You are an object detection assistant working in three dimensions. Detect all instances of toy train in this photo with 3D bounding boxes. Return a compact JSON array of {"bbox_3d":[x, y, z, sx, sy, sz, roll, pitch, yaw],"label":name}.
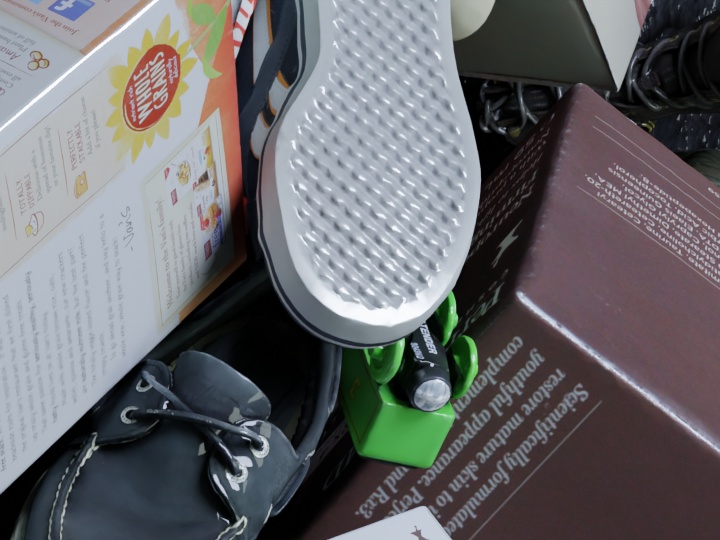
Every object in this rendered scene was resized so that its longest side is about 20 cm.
[{"bbox_3d":[0.000,0.000,0.993,0.200,0.041,0.057,-110,-141,-55],"label":"toy train"}]

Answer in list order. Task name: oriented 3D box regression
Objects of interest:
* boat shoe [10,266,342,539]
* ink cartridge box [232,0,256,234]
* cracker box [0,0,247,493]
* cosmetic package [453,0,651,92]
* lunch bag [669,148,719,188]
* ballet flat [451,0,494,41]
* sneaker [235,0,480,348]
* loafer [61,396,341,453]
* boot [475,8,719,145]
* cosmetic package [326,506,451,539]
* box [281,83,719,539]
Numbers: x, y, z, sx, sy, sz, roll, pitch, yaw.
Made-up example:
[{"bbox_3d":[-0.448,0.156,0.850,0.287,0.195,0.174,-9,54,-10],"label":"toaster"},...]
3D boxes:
[{"bbox_3d":[-0.051,0.052,0.869,0.199,0.074,0.066,-39,156,-58],"label":"boat shoe"},{"bbox_3d":[-0.047,-0.114,0.981,0.200,0.050,0.162,38,65,-59],"label":"ink cartridge box"},{"bbox_3d":[-0.117,-0.006,0.806,0.200,0.057,0.135,-45,149,-37],"label":"cracker box"},{"bbox_3d":[0.090,-0.187,1.170,0.201,0.103,0.087,-67,150,-23],"label":"cosmetic package"},{"bbox_3d":[0.156,0.016,1.258,0.200,0.166,0.141,-32,122,-71],"label":"lunch bag"},{"bbox_3d":[0.016,-0.190,1.057,0.069,0.069,0.202,-18,104,-61],"label":"ballet flat"},{"bbox_3d":[-0.005,-0.040,0.926,0.080,0.078,0.201,123,-21,-45],"label":"sneaker"},{"bbox_3d":[-0.085,0.087,0.965,0.200,0.071,0.073,-45,170,-36],"label":"loafer"},{"bbox_3d":[0.135,-0.085,1.212,0.200,0.173,0.070,0,81,-72],"label":"boot"},{"bbox_3d":[-0.064,0.167,0.894,0.199,0.052,0.151,-16,144,-42],"label":"cosmetic package"},{"bbox_3d":[0.090,0.065,1.065,0.166,0.164,0.200,-49,-171,27],"label":"box"}]
